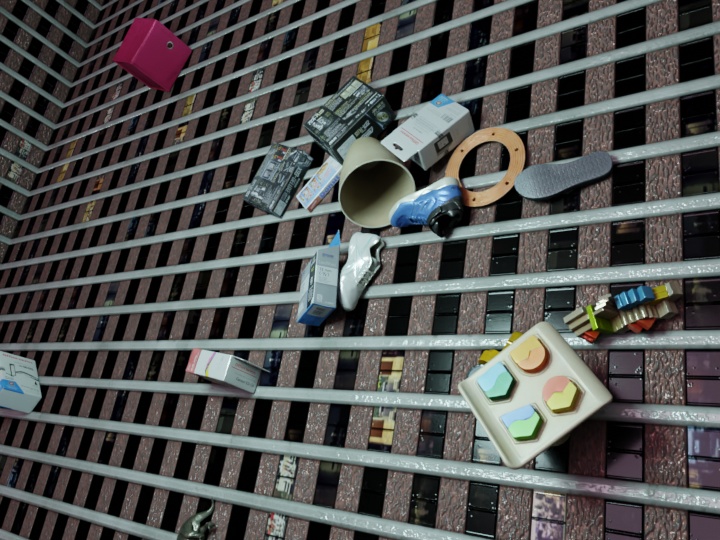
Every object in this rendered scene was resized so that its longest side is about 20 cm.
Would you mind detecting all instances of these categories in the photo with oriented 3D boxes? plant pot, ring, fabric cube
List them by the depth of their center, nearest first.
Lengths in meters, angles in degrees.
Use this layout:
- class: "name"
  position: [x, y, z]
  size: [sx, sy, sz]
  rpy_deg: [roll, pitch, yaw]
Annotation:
- class: "ring"
  position: [0.284, -0.235, 1.415]
  size: [0.198, 0.019, 0.204]
  rpy_deg: [-18, 59, 32]
- class: "plant pot"
  position: [0.025, -0.242, 1.532]
  size: [0.186, 0.187, 0.202]
  rpy_deg: [-35, 37, 18]
- class: "fabric cube"
  position: [-0.843, -0.873, 2.513]
  size: [0.198, 0.195, 0.202]
  rpy_deg: [23, 82, 42]

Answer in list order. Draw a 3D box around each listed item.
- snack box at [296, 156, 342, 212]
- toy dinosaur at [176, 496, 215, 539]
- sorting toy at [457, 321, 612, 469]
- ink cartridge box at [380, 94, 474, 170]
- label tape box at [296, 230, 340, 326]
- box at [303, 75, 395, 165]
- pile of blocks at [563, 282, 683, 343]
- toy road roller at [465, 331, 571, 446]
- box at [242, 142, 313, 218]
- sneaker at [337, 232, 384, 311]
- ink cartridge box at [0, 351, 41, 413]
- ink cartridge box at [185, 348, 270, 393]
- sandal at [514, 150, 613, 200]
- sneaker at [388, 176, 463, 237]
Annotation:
- class: "snack box"
  position: [-0.096, -0.259, 1.724]
  size: [0.200, 0.024, 0.072]
  rpy_deg: [-48, 48, 8]
- class: "toy dinosaur"
  position: [-0.406, 0.641, 1.478]
  size: [0.101, 0.077, 0.204]
  rpy_deg: [-2, 69, 30]
- class: "sorting toy"
  position: [0.278, 0.196, 1.020]
  size: [0.199, 0.037, 0.186]
  rpy_deg: [-36, 44, 4]
- class: "ink cartridge box"
  position: [0.160, -0.322, 1.489]
  size: [0.199, 0.067, 0.116]
  rpy_deg: [-38, 48, -6]
- class: "label tape box"
  position: [-0.101, 0.016, 1.517]
  size: [0.143, 0.065, 0.204]
  rpy_deg: [132, 143, -59]
- class: "box"
  position: [-0.031, -0.407, 1.687]
  size: [0.200, 0.086, 0.164]
  rpy_deg: [-45, 47, -2]
- class: "pile of blocks"
  position: [0.458, 0.079, 1.074]
  size: [0.198, 0.082, 0.063]
  rpy_deg: [-25, 54, 26]
- class: "toy road roller"
  position: [0.299, 0.203, 1.115]
  size: [0.198, 0.123, 0.147]
  rpy_deg: [24, 72, 43]
- class: "box"
  position: [-0.246, -0.269, 1.831]
  size: [0.156, 0.050, 0.203]
  rpy_deg: [23, 83, 43]
- class: "sneaker"
  position: [0.000, 0.000, 1.487]
  size: [0.079, 0.070, 0.204]
  rpy_deg: [2, 69, 36]
- class: "ink cartridge box"
  position: [-1.237, 0.396, 2.213]
  size: [0.085, 0.145, 0.200]
  rpy_deg: [-48, 48, 8]
- class: "ink cartridge box"
  position: [-0.339, 0.259, 1.590]
  size: [0.197, 0.116, 0.069]
  rpy_deg: [3, 68, 39]
- class: "sandal"
  position: [0.417, -0.186, 1.276]
  size: [0.197, 0.043, 0.078]
  rpy_deg: [-10, 69, 24]
- class: "sneaker"
  position: [0.150, -0.121, 1.424]
  size: [0.198, 0.076, 0.113]
  rpy_deg: [-26, 58, 31]
